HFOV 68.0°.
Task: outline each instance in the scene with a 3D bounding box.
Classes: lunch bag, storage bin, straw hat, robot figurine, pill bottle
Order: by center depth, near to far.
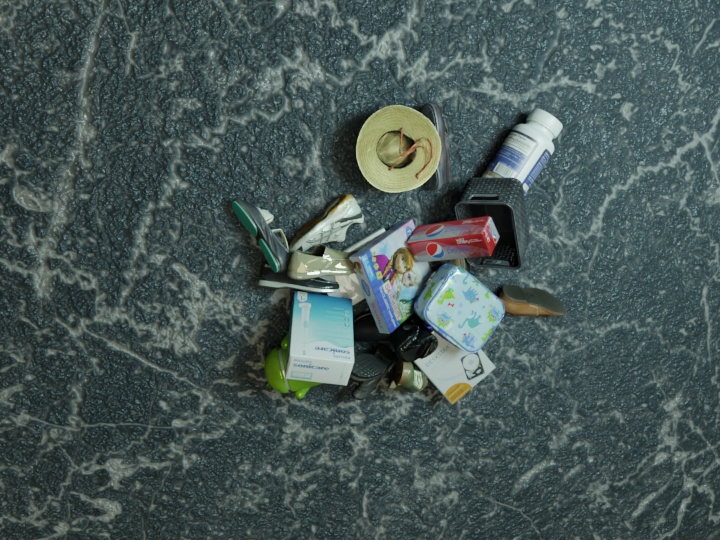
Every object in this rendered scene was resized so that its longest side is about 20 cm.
[{"bbox_3d":[0.078,-0.278,1.225,0.198,0.085,0.204,-4,109,-12],"label":"straw hat"},{"bbox_3d":[0.311,-0.108,1.246,0.133,0.094,0.201,5,138,30],"label":"storage bin"},{"bbox_3d":[0.384,-0.272,1.261,0.110,0.111,0.201,31,99,-16],"label":"pill bottle"},{"bbox_3d":[0.234,0.092,1.276,0.199,0.082,0.162,37,86,-21],"label":"lunch bag"},{"bbox_3d":[-0.146,0.232,1.314,0.197,0.116,0.178,-14,119,-4],"label":"robot figurine"}]

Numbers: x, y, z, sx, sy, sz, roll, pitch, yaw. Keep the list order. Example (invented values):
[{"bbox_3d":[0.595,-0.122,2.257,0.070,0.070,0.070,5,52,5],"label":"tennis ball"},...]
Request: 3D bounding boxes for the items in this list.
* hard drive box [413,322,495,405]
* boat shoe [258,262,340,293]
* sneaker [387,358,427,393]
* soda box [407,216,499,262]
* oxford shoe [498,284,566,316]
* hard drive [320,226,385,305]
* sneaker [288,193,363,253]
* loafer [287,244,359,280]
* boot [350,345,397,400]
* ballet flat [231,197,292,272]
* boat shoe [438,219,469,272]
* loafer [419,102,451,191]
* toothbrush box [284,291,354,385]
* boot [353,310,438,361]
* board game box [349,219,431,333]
[{"bbox_3d":[0.228,0.221,1.391,0.156,0.077,0.200,-41,107,3],"label":"hard drive box"},{"bbox_3d":[-0.144,0.018,1.267,0.197,0.076,0.061,7,85,-4],"label":"boat shoe"},{"bbox_3d":[0.127,0.265,1.331,0.088,0.200,0.068,11,70,-3],"label":"sneaker"},{"bbox_3d":[0.210,-0.070,1.223,0.198,0.070,0.064,-6,126,40],"label":"soda box"},{"bbox_3d":[0.447,0.090,1.406,0.197,0.072,0.072,13,131,-12],"label":"oxford shoe"},{"bbox_3d":[0.000,0.000,1.320,0.198,0.026,0.133,-30,108,0],"label":"hard drive"},{"bbox_3d":[-0.078,-0.088,1.259,0.199,0.076,0.088,-38,115,7],"label":"sneaker"},{"bbox_3d":[-0.073,-0.026,1.229,0.197,0.075,0.069,-11,109,-28],"label":"loafer"},{"bbox_3d":[0.013,0.268,1.308,0.070,0.199,0.133,39,112,24],"label":"boot"},{"bbox_3d":[-0.219,-0.090,1.235,0.073,0.073,0.201,-34,88,2],"label":"ballet flat"},{"bbox_3d":[0.232,-0.034,1.333,0.067,0.072,0.203,-3,114,19],"label":"boat shoe"},{"bbox_3d":[0.179,-0.292,1.255,0.062,0.071,0.203,-21,114,-32],"label":"loafer"},{"bbox_3d":[-0.094,0.154,1.237,0.144,0.202,0.086,8,130,-11],"label":"toothbrush box"},{"bbox_3d":[0.076,0.160,1.301,0.197,0.168,0.078,-9,111,-6],"label":"boot"},{"bbox_3d":[0.085,0.011,1.272,0.199,0.041,0.202,-36,112,-36],"label":"board game box"}]
